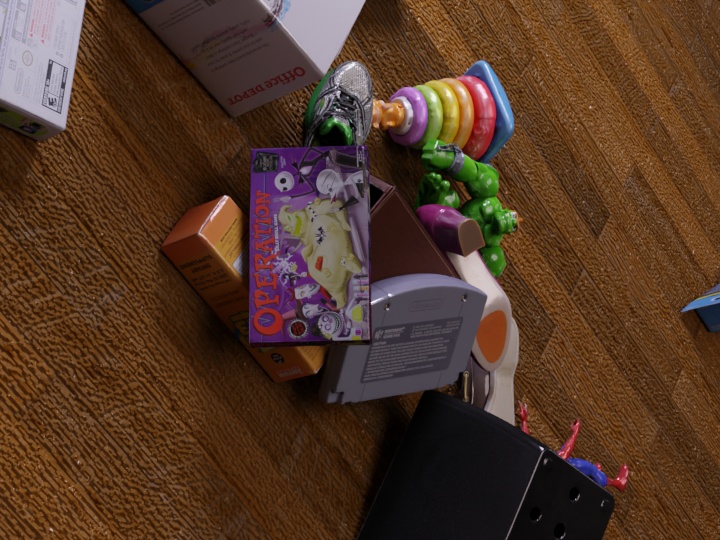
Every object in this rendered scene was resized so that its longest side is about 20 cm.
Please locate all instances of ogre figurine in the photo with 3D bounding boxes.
[{"bbox_3d":[0.125,-0.057,1.718,0.120,0.098,0.200,-12,81,-42],"label":"ogre figurine"}]

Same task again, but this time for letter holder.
[{"bbox_3d":[0.000,0.000,1.527,0.142,0.100,0.200,-51,140,-10],"label":"letter holder"}]

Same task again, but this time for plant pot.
[{"bbox_3d":[0.152,0.267,1.538,0.200,0.177,0.200,38,69,-34],"label":"plant pot"}]

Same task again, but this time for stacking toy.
[{"bbox_3d":[0.074,-0.184,1.715,0.200,0.110,0.116,-3,62,-37],"label":"stacking toy"}]

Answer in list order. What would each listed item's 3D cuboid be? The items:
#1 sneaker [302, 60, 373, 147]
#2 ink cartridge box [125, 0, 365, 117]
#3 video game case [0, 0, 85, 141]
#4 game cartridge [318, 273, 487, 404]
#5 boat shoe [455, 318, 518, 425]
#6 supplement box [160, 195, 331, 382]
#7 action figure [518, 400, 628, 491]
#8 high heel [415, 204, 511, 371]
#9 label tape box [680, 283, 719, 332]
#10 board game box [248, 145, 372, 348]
[{"bbox_3d":[-0.022,-0.156,1.582,0.078,0.085,0.200,21,57,-11],"label":"sneaker"},{"bbox_3d":[-0.123,-0.293,1.489,0.200,0.147,0.146,48,46,-27],"label":"ink cartridge box"},{"bbox_3d":[-0.342,-0.244,1.307,0.181,0.045,0.200,26,59,-41],"label":"video game case"},{"bbox_3d":[0.048,0.069,1.517,0.200,0.040,0.134,-4,122,-44],"label":"game cartridge"},{"bbox_3d":[0.144,0.151,1.693,0.072,0.059,0.201,24,68,-55],"label":"boat shoe"},{"bbox_3d":[-0.110,0.022,1.456,0.200,0.066,0.069,50,46,-23],"label":"supplement box"},{"bbox_3d":[0.259,0.220,1.794,0.200,0.065,0.099,15,75,-45],"label":"action figure"},{"bbox_3d":[0.113,0.019,1.643,0.067,0.096,0.200,-31,117,-21],"label":"high heel"},{"bbox_3d":[0.597,0.044,2.163,0.200,0.143,0.066,-26,96,-49],"label":"label tape box"},{"bbox_3d":[-0.050,-0.025,1.409,0.032,0.120,0.201,63,25,-73],"label":"board game box"}]
